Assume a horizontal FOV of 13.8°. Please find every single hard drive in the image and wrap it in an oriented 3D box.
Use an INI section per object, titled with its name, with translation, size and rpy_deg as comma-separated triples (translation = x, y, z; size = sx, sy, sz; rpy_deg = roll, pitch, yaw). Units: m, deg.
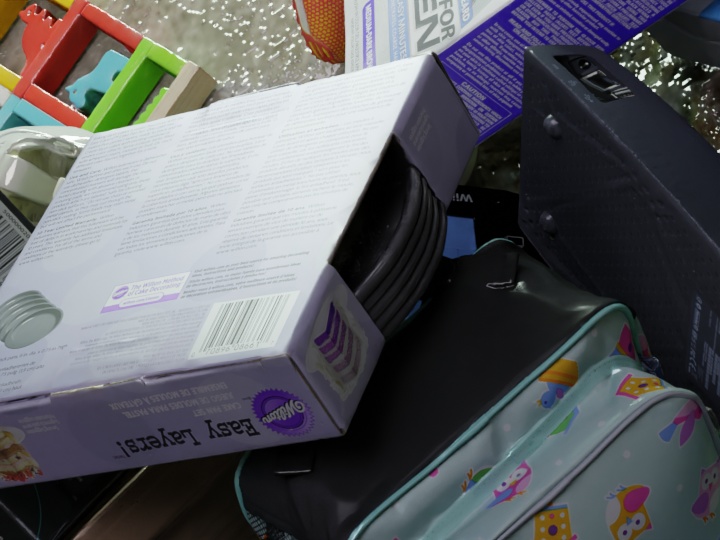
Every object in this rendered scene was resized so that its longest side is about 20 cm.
[hard drive]
translation = 0.139, -0.002, 1.299
size = 0.042, 0.135, 0.200
rpy_deg = -26, 54, -19

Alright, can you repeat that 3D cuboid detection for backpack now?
[backpack]
translation = 0.070, 0.113, 1.230
size = 0.176, 0.200, 0.153
rpy_deg = -43, 49, -16

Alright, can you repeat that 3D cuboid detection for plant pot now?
[plant pot]
translation = -0.098, 0.149, 1.367
size = 0.201, 0.201, 0.093
rpy_deg = -44, 92, 5

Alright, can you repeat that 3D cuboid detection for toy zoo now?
[toy zoo]
translation = -0.181, -0.091, 1.621
size = 0.200, 0.020, 0.131
rpy_deg = 32, 85, 39

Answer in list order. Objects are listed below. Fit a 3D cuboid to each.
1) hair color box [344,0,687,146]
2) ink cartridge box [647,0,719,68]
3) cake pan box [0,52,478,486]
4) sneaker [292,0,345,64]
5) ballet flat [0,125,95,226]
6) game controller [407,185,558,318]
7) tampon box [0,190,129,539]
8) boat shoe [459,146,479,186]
[hair color box]
translation = 0.081, -0.142, 1.378
size = 0.200, 0.065, 0.110
rpy_deg = -33, 38, 30
[ink cartridge box]
translation = 0.217, -0.189, 1.384
size = 0.116, 0.068, 0.200
rpy_deg = 20, 78, 39
[cake pan box]
translation = -0.061, 0.000, 1.228
size = 0.200, 0.052, 0.184
rpy_deg = -12, 38, 33
[sneaker]
translation = 0.011, -0.200, 1.525
size = 0.077, 0.073, 0.201
rpy_deg = 6, 72, 24
[ballet flat]
translation = -0.140, -0.037, 1.457
size = 0.200, 0.069, 0.070
rpy_deg = 16, 75, 35
[game controller]
translation = 0.000, 0.000, 1.373
size = 0.199, 0.042, 0.105
rpy_deg = 6, 62, -13
[tampon box]
translation = -0.205, 0.083, 1.359
size = 0.200, 0.150, 0.126
rpy_deg = -41, 3, 43
[boat shoe]
translation = -0.038, -0.035, 1.469
size = 0.200, 0.065, 0.073
rpy_deg = -25, 55, 20
